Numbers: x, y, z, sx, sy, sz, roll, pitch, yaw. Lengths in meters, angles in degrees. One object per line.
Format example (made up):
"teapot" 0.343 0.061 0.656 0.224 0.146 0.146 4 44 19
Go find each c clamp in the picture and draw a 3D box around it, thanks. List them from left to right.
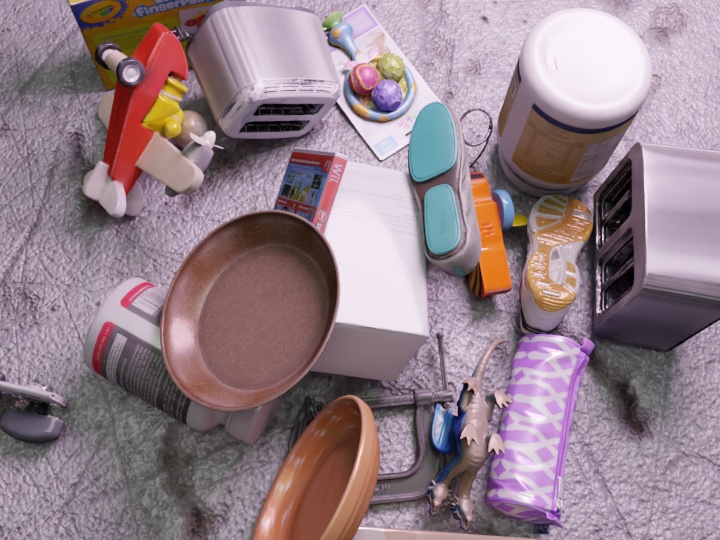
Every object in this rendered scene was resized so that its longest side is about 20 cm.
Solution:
"c clamp" 0.013 0.170 0.914 0.197 0.027 0.173 -10 74 -8

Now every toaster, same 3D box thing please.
"toaster" -0.116 -0.236 0.993 0.198 0.113 0.130 -9 69 -43
"toaster" 0.332 -0.025 0.907 0.117 0.200 0.183 7 69 -4

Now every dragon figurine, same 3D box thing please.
"dragon figurine" 0.111 0.166 0.885 0.058 0.100 0.202 19 51 -13

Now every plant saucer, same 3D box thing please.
"plant saucer" -0.102 0.040 0.805 0.198 0.037 0.203 -10 64 21
"plant saucer" -0.040 0.216 0.793 0.037 0.200 0.202 32 69 -15

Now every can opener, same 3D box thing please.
"can opener" -0.411 0.135 0.894 0.197 0.053 0.068 11 68 3

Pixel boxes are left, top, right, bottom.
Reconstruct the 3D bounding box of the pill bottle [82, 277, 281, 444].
"pill bottle" -0.182 0.099 0.885 0.198 0.111 0.111 28 70 9

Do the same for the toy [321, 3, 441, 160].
"toy" 0.016 -0.252 1.065 0.114 0.047 0.201 -33 73 -12

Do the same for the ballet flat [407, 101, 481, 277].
"ballet flat" 0.090 -0.085 0.892 0.067 0.064 0.202 -17 59 24

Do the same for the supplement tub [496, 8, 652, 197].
"supplement tub" 0.236 -0.184 0.963 0.142 0.200 0.146 1 68 -2

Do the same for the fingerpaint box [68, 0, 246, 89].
"fingerpaint box" -0.240 -0.319 1.018 0.197 0.167 0.074 -16 70 -7

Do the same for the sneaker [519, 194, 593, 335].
"sneaker" 0.216 -0.007 0.966 0.075 0.088 0.201 19 46 9

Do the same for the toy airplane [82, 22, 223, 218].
"toy airplane" -0.243 -0.154 0.969 0.140 0.198 0.203 -2 73 -41

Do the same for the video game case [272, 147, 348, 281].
"video game case" -0.075 -0.031 0.895 0.017 0.143 0.202 17 93 -24

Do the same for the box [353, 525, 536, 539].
"box" 0.064 0.296 0.803 0.197 0.095 0.079 9 64 -15

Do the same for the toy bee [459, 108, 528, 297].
"toy bee" 0.138 -0.073 0.982 0.129 0.109 0.203 13 89 -14

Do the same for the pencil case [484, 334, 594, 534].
"pencil case" 0.189 0.168 0.884 0.083 0.085 0.202 29 64 -34

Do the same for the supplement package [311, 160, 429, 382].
"supplement package" 0.000 0.000 0.902 0.115 0.118 0.202 10 58 -13
